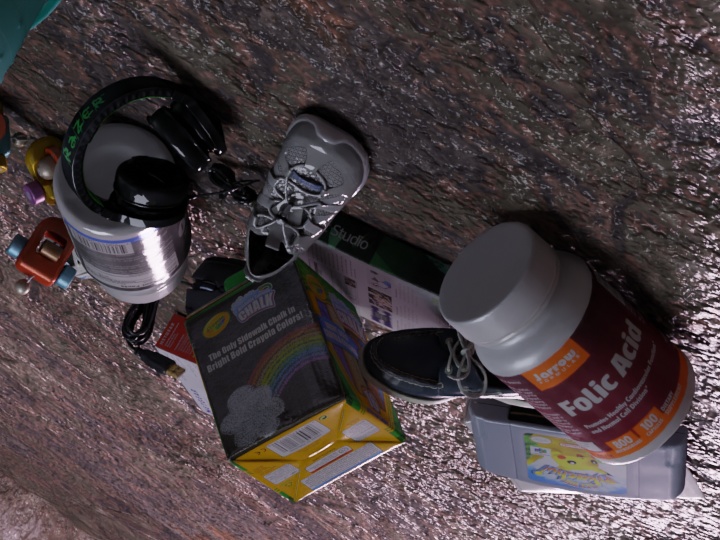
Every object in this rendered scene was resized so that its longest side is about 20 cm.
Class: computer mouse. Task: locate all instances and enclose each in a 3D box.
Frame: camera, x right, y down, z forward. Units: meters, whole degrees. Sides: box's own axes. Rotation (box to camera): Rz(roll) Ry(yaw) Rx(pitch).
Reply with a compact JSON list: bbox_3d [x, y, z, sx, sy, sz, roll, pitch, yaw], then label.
[{"bbox_3d":[-0.145,0.047,1.790,0.200,0.141,0.046,22,169,19],"label":"computer mouse"}]

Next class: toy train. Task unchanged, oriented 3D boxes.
[{"bbox_3d":[-0.336,-0.080,1.741,0.200,0.150,0.056,37,155,-10],"label":"toy train"}]

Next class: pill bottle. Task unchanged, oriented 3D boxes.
[{"bbox_3d":[0.162,0.056,1.423,0.200,0.114,0.114,39,159,-29],"label":"pill bottle"},{"bbox_3d":[-0.218,-0.047,1.704,0.114,0.114,0.200,26,161,10],"label":"pill bottle"}]

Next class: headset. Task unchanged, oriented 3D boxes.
[{"bbox_3d":[-0.166,-0.096,1.525,0.200,0.124,0.094,23,-165,-43],"label":"headset"}]

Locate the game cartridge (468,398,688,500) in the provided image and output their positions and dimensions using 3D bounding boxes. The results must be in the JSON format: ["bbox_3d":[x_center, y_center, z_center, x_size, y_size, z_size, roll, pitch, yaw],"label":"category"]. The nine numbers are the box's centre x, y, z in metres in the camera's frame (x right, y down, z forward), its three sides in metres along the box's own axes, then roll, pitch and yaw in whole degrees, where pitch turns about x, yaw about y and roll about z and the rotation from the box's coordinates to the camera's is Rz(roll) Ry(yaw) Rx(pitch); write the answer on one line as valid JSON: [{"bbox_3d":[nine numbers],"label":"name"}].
[{"bbox_3d":[0.203,0.166,1.682,0.200,0.041,0.133,8,154,14],"label":"game cartridge"}]

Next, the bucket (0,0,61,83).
[{"bbox_3d":[-0.325,-0.229,1.355,0.207,0.135,0.207,26,162,9],"label":"bucket"}]

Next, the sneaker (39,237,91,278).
[{"bbox_3d":[-0.278,-0.022,1.894,0.200,0.072,0.072,-7,103,62],"label":"sneaker"}]

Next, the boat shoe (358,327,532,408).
[{"bbox_3d":[0.099,0.082,1.575,0.200,0.075,0.062,12,152,-14],"label":"boat shoe"}]

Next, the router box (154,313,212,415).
[{"bbox_3d":[-0.131,0.142,2.159,0.179,0.049,0.200,21,159,23],"label":"router box"}]

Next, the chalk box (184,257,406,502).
[{"bbox_3d":[-0.065,0.079,1.606,0.124,0.124,0.200,42,-157,-53],"label":"chalk box"}]

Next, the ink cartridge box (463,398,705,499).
[{"bbox_3d":[0.221,0.166,1.756,0.200,0.050,0.161,-3,147,27],"label":"ink cartridge box"}]

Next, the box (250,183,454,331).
[{"bbox_3d":[0.000,0.000,1.635,0.200,0.036,0.144,24,160,11],"label":"box"}]

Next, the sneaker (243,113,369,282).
[{"bbox_3d":[-0.048,-0.051,1.475,0.075,0.082,0.200,28,149,3],"label":"sneaker"}]
